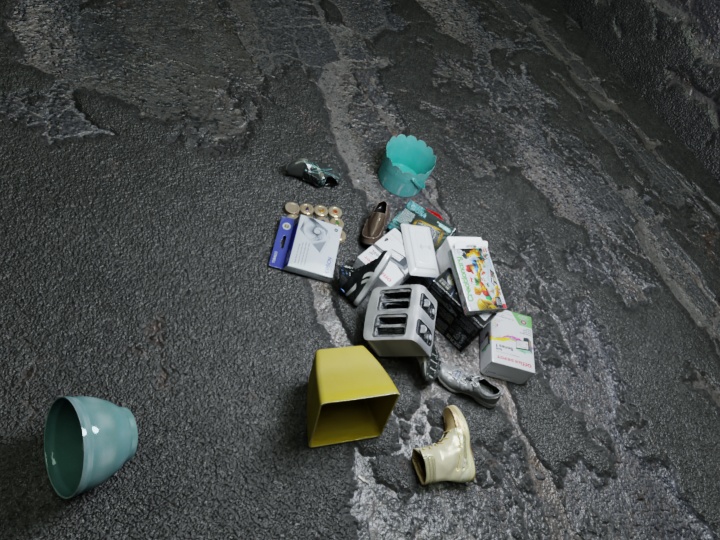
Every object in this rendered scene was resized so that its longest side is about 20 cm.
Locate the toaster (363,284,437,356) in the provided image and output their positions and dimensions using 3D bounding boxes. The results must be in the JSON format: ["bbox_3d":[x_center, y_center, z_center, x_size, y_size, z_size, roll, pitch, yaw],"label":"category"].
[{"bbox_3d":[0.109,0.145,1.484,0.198,0.119,0.182,-5,54,28],"label":"toaster"}]

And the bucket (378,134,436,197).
[{"bbox_3d":[0.167,-0.381,1.917,0.205,0.135,0.209,9,54,-12],"label":"bucket"}]

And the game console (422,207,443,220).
[{"bbox_3d":[0.242,-0.105,1.819,0.172,0.119,0.201,10,46,-52],"label":"game console"}]

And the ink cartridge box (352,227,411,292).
[{"bbox_3d":[0.090,-0.022,1.662,0.144,0.084,0.200,42,53,12],"label":"ink cartridge box"}]

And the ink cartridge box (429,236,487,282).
[{"bbox_3d":[0.319,-0.013,1.660,0.127,0.201,0.126,-2,56,-19],"label":"ink cartridge box"}]

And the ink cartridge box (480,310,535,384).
[{"bbox_3d":[0.450,0.229,1.604,0.144,0.084,0.201,16,52,-8],"label":"ink cartridge box"}]

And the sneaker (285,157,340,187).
[{"bbox_3d":[-0.161,-0.338,1.813,0.198,0.076,0.080,1,57,-18],"label":"sneaker"}]

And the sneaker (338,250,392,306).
[{"bbox_3d":[0.000,0.000,1.548,0.112,0.201,0.073,37,22,9],"label":"sneaker"}]

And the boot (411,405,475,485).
[{"bbox_3d":[0.207,0.454,1.365,0.154,0.073,0.202,4,60,-20],"label":"boot"}]

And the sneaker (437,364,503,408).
[{"bbox_3d":[0.317,0.317,1.496,0.199,0.082,0.075,25,51,0],"label":"sneaker"}]

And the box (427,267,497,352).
[{"bbox_3d":[0.288,0.120,1.577,0.200,0.164,0.086,44,54,16],"label":"box"}]

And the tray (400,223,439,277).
[{"bbox_3d":[0.193,-0.070,1.667,0.106,0.022,0.201,6,56,-19],"label":"tray"}]

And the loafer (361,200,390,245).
[{"bbox_3d":[0.049,-0.165,1.752,0.072,0.071,0.201,9,46,11],"label":"loafer"}]

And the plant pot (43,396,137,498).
[{"bbox_3d":[-0.565,0.362,1.109,0.134,0.200,0.201,4,49,-50],"label":"plant pot"}]

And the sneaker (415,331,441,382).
[{"bbox_3d":[0.181,0.235,1.517,0.074,0.079,0.201,37,36,-39],"label":"sneaker"}]

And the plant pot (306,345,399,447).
[{"bbox_3d":[-0.041,0.307,1.323,0.198,0.201,0.177,-2,44,-20],"label":"plant pot"}]

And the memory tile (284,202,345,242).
[{"bbox_3d":[-0.150,-0.161,1.725,0.198,0.017,0.154,2,55,-17],"label":"memory tile"}]

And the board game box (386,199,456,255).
[{"bbox_3d":[0.206,-0.138,1.763,0.200,0.028,0.135,37,78,24],"label":"board game box"}]

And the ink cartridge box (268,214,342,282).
[{"bbox_3d":[-0.168,-0.078,1.629,0.198,0.041,0.201,15,58,-10],"label":"ink cartridge box"}]

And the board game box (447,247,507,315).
[{"bbox_3d":[0.338,0.029,1.519,0.125,0.035,0.202,-3,64,-20],"label":"board game box"}]
